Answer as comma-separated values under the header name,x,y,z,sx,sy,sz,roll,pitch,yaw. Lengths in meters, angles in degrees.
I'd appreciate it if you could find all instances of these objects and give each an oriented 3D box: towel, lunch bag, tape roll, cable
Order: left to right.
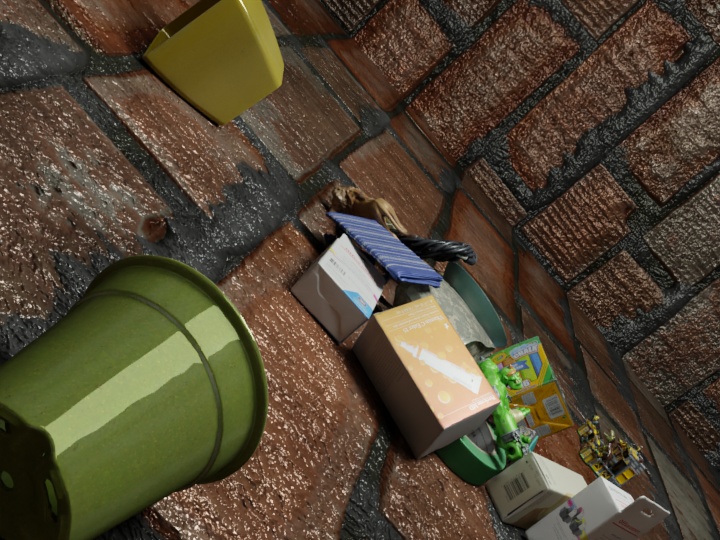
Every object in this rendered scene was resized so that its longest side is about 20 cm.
name,x,y,z,sx,sy,sz,roll,pitch,yaw
towel,0.042,-0.036,1.496,0.143,0.024,0.200,9,27,-51
cable,0.132,-0.045,1.730,0.196,0.052,0.162,14,4,26
lunch bag,0.142,0.100,1.558,0.165,0.117,0.200,55,10,22
tape roll,0.161,0.254,1.422,0.200,0.048,0.201,44,18,-18

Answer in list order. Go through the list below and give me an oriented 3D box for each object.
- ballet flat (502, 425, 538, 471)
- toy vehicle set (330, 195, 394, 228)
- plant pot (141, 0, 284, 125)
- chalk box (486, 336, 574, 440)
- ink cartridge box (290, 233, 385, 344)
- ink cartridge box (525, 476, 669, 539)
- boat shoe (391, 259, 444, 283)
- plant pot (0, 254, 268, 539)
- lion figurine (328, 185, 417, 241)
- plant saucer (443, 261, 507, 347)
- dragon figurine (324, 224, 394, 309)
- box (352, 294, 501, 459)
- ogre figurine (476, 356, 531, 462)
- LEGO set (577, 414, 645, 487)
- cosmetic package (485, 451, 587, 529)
name,x,y,z,sx,sy,sz,roll,pitch,yaw
ballet flat,0.273,0.327,1.547,0.072,0.072,0.200,51,17,6
toy vehicle set,0.019,-0.104,1.828,0.125,0.026,0.199,55,18,14
plant pot,-0.238,-0.379,1.511,0.178,0.198,0.201,54,14,-25
chalk box,0.330,0.227,1.721,0.201,0.122,0.126,-95,160,-63
ink cartridge box,-0.030,0.024,1.381,0.115,0.068,0.200,48,18,-5
ink cartridge box,0.378,0.404,1.375,0.115,0.199,0.068,33,23,-41
boat shoe,0.126,0.008,1.802,0.198,0.072,0.073,25,27,-38
plant pot,-0.200,0.113,0.640,0.201,0.200,0.190,50,31,3
lion figurine,0.023,-0.110,1.651,0.198,0.072,0.124,4,-49,54
plant saucer,0.217,0.077,1.708,0.202,0.036,0.200,56,-9,13
dragon figurine,0.000,0.000,1.519,0.099,0.059,0.202,29,27,-48
box,0.097,0.157,1.299,0.123,0.098,0.202,-16,63,-35
ogre figurine,0.230,0.223,1.434,0.122,0.097,0.200,63,29,-15
LEGO set,0.605,0.421,2.060,0.155,0.115,0.200,51,17,5
cosmetic package,0.307,0.379,1.438,0.199,0.105,0.072,30,27,-45
